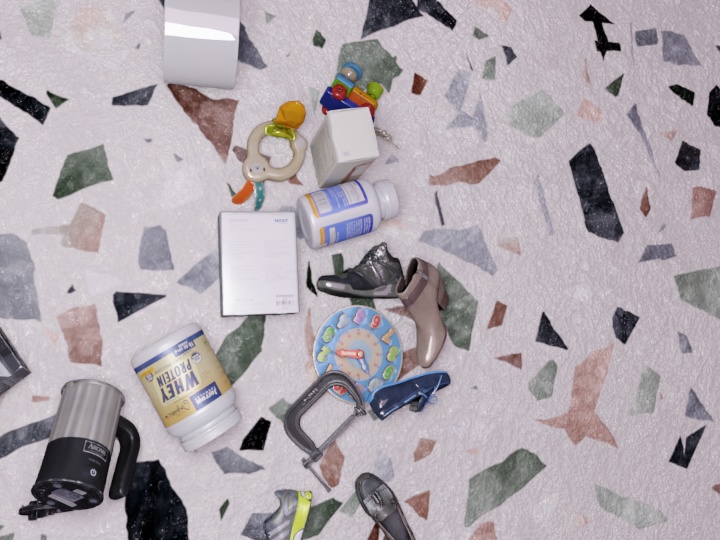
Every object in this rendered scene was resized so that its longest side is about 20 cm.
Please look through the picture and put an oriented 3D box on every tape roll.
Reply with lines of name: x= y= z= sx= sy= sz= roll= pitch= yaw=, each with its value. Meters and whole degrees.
tape roll: x=-0.308 y=-0.461 z=1.321 sx=0.136 sy=0.202 sz=0.208 roll=1 pitch=83 yaw=-15

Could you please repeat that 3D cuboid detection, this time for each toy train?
toy train: x=0.020 y=-0.354 z=1.470 sx=0.198 sy=0.085 sz=0.117 roll=31 pitch=63 yaw=-10

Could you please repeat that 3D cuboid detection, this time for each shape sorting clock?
shape sorting clock: x=-0.004 y=0.173 z=1.417 sx=0.196 sy=0.039 sz=0.205 roll=2 pitch=83 yaw=-16

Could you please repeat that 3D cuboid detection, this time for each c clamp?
c clamp: x=-0.063 y=0.310 z=1.374 sx=0.170 sy=0.027 sz=0.201 roll=40 pitch=91 yaw=2

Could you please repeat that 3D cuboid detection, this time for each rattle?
rattle: x=-0.178 y=-0.222 z=1.367 sx=0.130 sy=0.142 sz=0.201 roll=47 pitch=67 yaw=-25

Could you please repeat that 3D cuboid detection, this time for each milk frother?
milk frother: x=-0.515 y=0.329 z=1.213 sx=0.196 sy=0.182 sz=0.191 roll=-11 pitch=48 yaw=11

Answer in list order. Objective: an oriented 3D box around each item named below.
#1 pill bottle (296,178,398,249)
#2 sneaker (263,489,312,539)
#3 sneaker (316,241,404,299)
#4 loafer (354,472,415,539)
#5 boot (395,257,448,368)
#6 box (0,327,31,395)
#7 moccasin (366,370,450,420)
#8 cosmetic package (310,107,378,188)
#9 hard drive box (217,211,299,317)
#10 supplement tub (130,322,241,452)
pill bottle: x=-0.025 y=-0.123 z=1.408 sx=0.196 sy=0.112 sz=0.114 roll=-17 pitch=88 yaw=-17
sneaker: x=-0.156 y=0.521 z=1.325 sx=0.079 sy=0.074 sz=0.204 roll=16 pitch=73 yaw=-4
sneaker: x=0.000 y=0.000 z=1.421 sx=0.195 sy=0.076 sz=0.117 roll=1 pitch=82 yaw=-19
loafer: x=0.061 y=0.499 z=1.384 sx=0.071 sy=0.063 sz=0.202 roll=-34 pitch=93 yaw=-17
boot: x=0.122 y=0.080 z=1.419 sx=0.146 sy=0.069 sz=0.203 roll=42 pitch=52 yaw=-39
box: x=-0.708 y=0.177 z=1.191 sx=0.199 sy=0.050 sz=0.158 roll=-38 pitch=77 yaw=-16
moccasin: x=0.105 y=0.263 z=1.408 sx=0.196 sy=0.081 sz=0.069 roll=-14 pitch=63 yaw=-25
cosmetic package: x=-0.036 y=-0.242 z=1.372 sx=0.085 sy=0.200 sz=0.106 roll=-10 pitch=86 yaw=-15
hard drive box: x=-0.205 y=-0.012 z=1.362 sx=0.152 sy=0.077 sz=0.205 roll=-1 pitch=84 yaw=-16
supplement tub: x=-0.319 y=0.216 z=1.268 sx=0.143 sy=0.144 sz=0.203 roll=-29 pitch=92 yaw=-17
